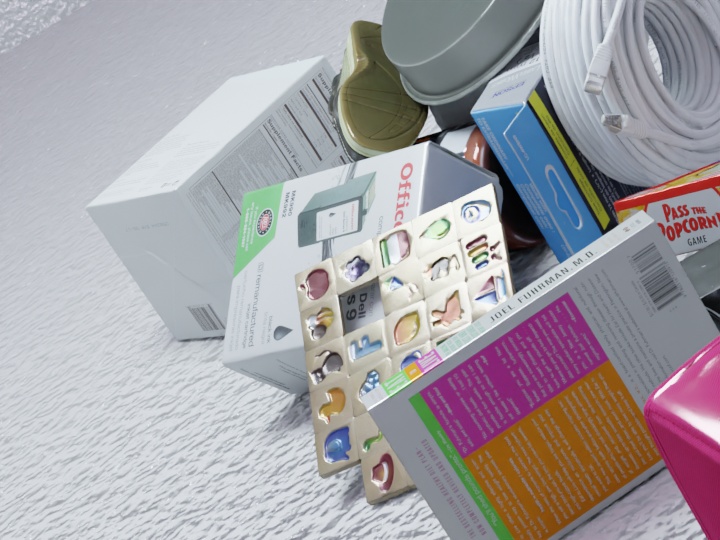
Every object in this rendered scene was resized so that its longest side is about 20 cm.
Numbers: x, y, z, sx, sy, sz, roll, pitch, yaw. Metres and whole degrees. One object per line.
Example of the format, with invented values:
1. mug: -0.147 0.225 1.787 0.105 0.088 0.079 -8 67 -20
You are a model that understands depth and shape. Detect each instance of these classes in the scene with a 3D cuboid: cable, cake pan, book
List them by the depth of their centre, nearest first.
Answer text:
1. book: 0.118 0.075 1.348 0.200 0.134 0.048 -33 19 -1
2. cable: 0.215 -0.155 1.658 0.069 0.200 0.201 -15 56 43
3. cake pan: 0.085 -0.220 1.733 0.200 0.037 0.201 -40 33 32

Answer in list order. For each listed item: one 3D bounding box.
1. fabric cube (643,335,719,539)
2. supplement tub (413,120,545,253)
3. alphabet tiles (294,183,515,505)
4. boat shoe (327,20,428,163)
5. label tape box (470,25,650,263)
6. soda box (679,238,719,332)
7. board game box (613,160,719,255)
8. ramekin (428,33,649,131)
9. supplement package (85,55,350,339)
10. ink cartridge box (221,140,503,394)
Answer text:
1. fabric cube: 0.269 0.103 0.939 0.196 0.200 0.199 -34 20 -7
2. supplement tub: 0.056 -0.053 1.799 0.199 0.107 0.107 -14 26 42
3. alphabet tiles: 0.035 0.055 1.560 0.167 0.008 0.201 -24 54 23
4. boat shoe: 0.010 -0.125 1.799 0.201 0.071 0.066 -91 17 -57
5. label tape box: 0.147 -0.084 1.674 0.066 0.144 0.200 -18 24 35
6. soda box: 0.161 0.062 1.420 0.199 0.063 0.071 -30 20 8
7. board game box: 0.287 -0.059 1.470 0.199 0.047 0.151 -14 4 41
8. ramekin: 0.138 -0.175 1.842 0.200 0.201 0.098 -27 29 16
9. supplement package: -0.097 -0.061 1.991 0.200 0.151 0.151 -45 22 -31
10. ink cartridge box: 0.000 0.000 1.698 0.199 0.084 0.147 -14 61 43
